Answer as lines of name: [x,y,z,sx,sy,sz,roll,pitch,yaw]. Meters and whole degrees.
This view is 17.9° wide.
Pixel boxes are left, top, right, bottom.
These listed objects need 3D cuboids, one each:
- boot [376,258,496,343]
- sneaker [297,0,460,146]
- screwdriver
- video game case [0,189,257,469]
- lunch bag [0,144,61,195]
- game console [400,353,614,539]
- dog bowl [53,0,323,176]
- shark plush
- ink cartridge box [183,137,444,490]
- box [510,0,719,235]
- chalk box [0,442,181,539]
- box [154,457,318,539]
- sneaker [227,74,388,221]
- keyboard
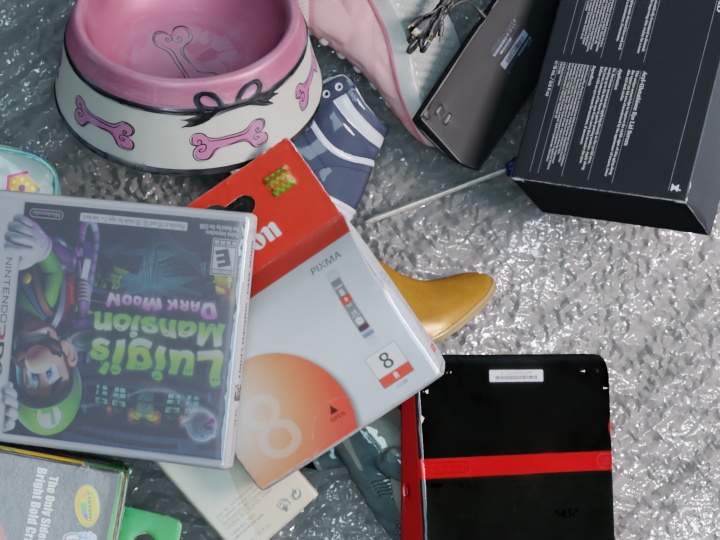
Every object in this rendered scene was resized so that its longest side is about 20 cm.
boot: [-0.001,0.000,1.710,0.201,0.071,0.144,-30,101,-26]
sneaker: [0.006,-0.183,1.748,0.075,0.105,0.200,-51,126,-43]
screwdriver: [0.099,-0.069,1.768,0.200,0.028,0.029,-25,63,-9]
video game case: [-0.178,0.041,1.632,0.200,0.023,0.182,6,91,15]
lunch bag: [-0.312,-0.008,1.705,0.160,0.077,0.200,10,88,-4]
game console: [0.112,0.152,1.723,0.200,0.031,0.177,1,84,-37]
dog bowl: [-0.127,-0.161,1.668,0.200,0.074,0.200,1,44,-1]
shark plush: [-0.017,0.131,1.738,0.200,0.091,0.083,32,117,-9]
ink cartridge box: [-0.059,0.032,1.623,0.162,0.050,0.200,-34,99,12]
box: [0.212,-0.139,1.712,0.141,0.079,0.200,9,75,29]
chalk box: [-0.236,0.195,1.686,0.200,0.124,0.125,12,87,-6]
box: [-0.128,0.116,1.712,0.078,0.095,0.200,-41,94,-6]
sneaker: [-0.074,-0.121,1.732,0.200,0.070,0.109,29,91,-11]
keyboard: [0.098,-0.185,1.737,0.127,0.021,0.200,46,68,-33]
